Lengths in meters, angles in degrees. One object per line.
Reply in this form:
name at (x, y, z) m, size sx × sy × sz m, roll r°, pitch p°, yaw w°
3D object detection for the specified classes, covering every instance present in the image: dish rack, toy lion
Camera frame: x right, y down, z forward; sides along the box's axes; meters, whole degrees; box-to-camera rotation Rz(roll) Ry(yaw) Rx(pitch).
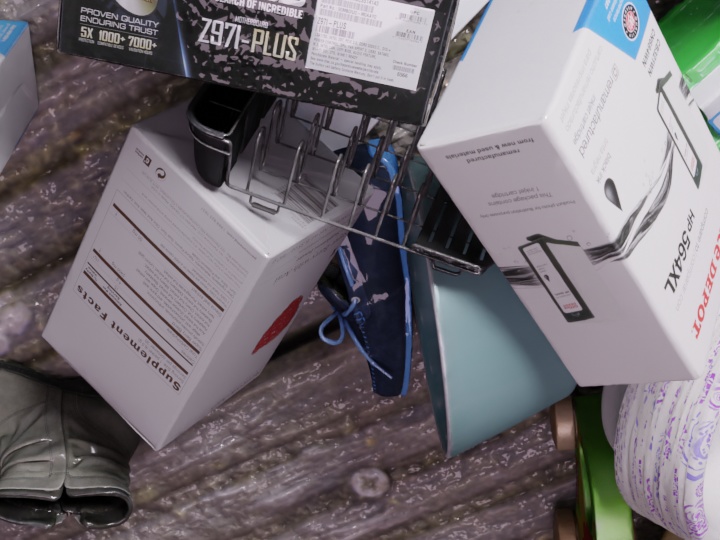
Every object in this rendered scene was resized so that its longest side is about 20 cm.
dish rack at (0.011, -0.079, 0.713) m, size 0.199 × 0.154 × 0.055 m, roll 20°, pitch 136°, yaw 5°
toy lion at (0.188, 0.218, 0.917) m, size 0.068 × 0.192 × 0.201 m, roll -5°, pitch 121°, yaw 5°

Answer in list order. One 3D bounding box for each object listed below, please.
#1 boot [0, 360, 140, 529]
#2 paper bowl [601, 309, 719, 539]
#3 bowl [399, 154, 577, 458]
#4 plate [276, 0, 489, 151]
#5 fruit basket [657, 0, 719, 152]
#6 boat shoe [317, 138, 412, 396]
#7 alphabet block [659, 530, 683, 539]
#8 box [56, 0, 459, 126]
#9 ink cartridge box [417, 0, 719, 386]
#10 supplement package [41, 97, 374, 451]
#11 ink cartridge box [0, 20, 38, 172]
boot at (-0.264, 0.134, 0.915) m, size 0.198 × 0.131 × 0.068 m, roll 4°, pitch 122°, yaw -1°
paper bowl at (0.245, 0.083, 0.834) m, size 0.200 × 0.104 × 0.202 m, roll -20°, pitch 122°, yaw -37°
bowl at (0.091, 0.016, 0.798) m, size 0.104 × 0.201 × 0.202 m, roll -9°, pitch 121°, yaw 0°
plate at (-0.031, -0.195, 0.763) m, size 0.199 × 0.032 × 0.200 m, roll 35°, pitch 116°, yaw -19°
fruit basket at (0.273, -0.103, 0.774) m, size 0.185 × 0.094 × 0.200 m, roll -42°, pitch 120°, yaw 17°
boat shoe at (0.000, 0.000, 0.855) m, size 0.068 × 0.084 × 0.202 m, roll -6°, pitch 115°, yaw 0°
alphabet block at (0.332, 0.316, 0.955) m, size 0.195 × 0.196 × 0.201 m, roll 7°, pitch 125°, yaw -22°
box at (-0.050, -0.170, 0.665) m, size 0.198 × 0.164 × 0.087 m, roll 11°, pitch 122°, yaw -4°
ink cartridge box at (0.134, -0.052, 0.678) m, size 0.084 × 0.147 × 0.200 m, roll -8°, pitch 133°, yaw 39°
supplement package at (-0.104, -0.003, 0.792) m, size 0.120 × 0.121 × 0.200 m, roll 42°, pitch 130°, yaw 10°
ink cartridge box at (-0.322, -0.113, 0.774) m, size 0.198 × 0.116 × 0.067 m, roll 3°, pitch 123°, yaw 1°
